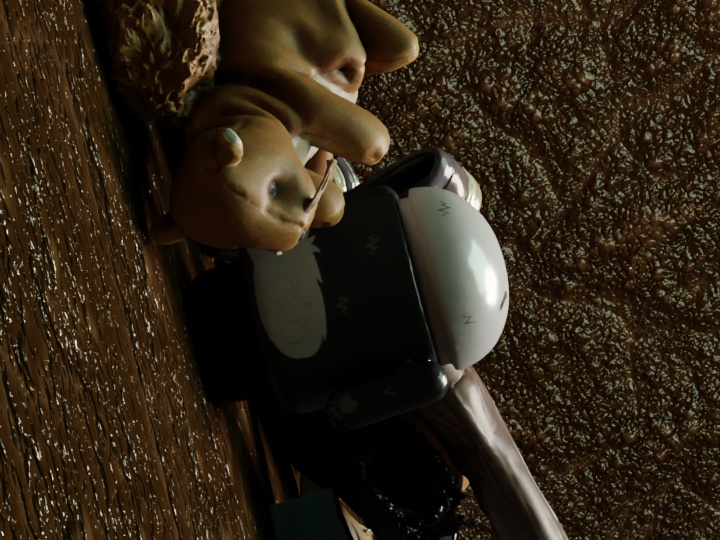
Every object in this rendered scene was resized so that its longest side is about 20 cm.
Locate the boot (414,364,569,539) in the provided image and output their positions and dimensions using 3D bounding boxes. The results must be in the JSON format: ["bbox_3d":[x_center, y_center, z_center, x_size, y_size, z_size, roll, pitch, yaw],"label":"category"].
[{"bbox_3d":[0.087,0.132,1.466,0.201,0.064,0.186,56,5,-10],"label":"boot"}]

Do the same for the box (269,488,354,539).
[{"bbox_3d":[-0.017,0.257,1.431,0.083,0.049,0.201,71,5,-49],"label":"box"}]

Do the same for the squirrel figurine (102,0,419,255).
[{"bbox_3d":[-0.083,-0.097,1.248,0.200,0.142,0.187,39,40,-9],"label":"squirrel figurine"}]

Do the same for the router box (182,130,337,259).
[{"bbox_3d":[-0.076,-0.133,1.485,0.157,0.052,0.201,-54,-139,47],"label":"router box"}]

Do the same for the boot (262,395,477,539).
[{"bbox_3d":[0.001,0.128,1.471,0.198,0.073,0.163,47,-10,17],"label":"boot"}]

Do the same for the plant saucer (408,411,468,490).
[{"bbox_3d":[0.009,0.106,1.658,0.200,0.032,0.201,32,-31,21],"label":"plant saucer"}]

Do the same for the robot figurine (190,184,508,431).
[{"bbox_3d":[-0.004,0.021,1.333,0.125,0.198,0.151,40,35,-88],"label":"robot figurine"}]

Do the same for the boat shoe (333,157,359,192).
[{"bbox_3d":[-0.042,-0.100,1.555,0.200,0.064,0.072,-137,-141,-53],"label":"boat shoe"}]

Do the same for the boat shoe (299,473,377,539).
[{"bbox_3d":[-0.004,0.241,1.701,0.071,0.064,0.201,70,5,-72],"label":"boat shoe"}]

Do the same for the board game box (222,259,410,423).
[{"bbox_3d":[-0.027,0.075,1.603,0.135,0.028,0.201,24,-35,33],"label":"board game box"}]

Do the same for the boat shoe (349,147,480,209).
[{"bbox_3d":[-0.013,-0.018,1.439,0.065,0.199,0.072,51,9,-45],"label":"boat shoe"}]
